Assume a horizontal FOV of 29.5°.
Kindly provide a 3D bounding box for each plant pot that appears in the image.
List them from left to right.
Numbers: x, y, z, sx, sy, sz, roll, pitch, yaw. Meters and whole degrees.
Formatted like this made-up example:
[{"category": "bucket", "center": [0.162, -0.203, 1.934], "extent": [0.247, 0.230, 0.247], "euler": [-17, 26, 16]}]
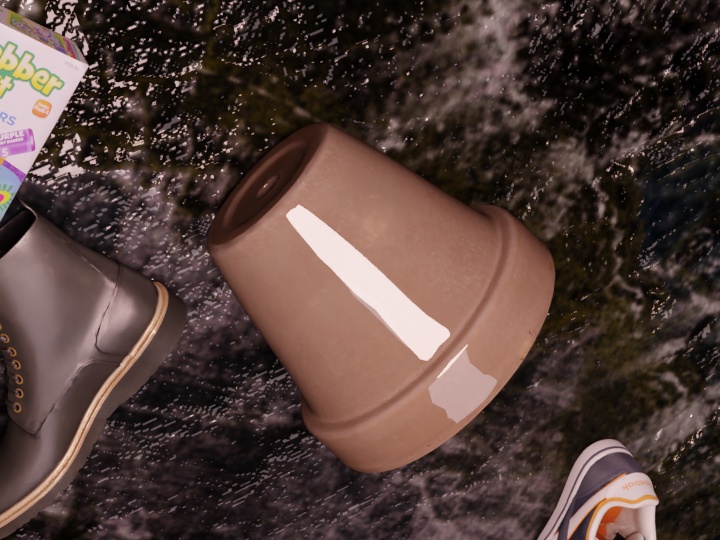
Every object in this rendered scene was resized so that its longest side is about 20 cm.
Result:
[{"category": "plant pot", "center": [0.000, 0.000, 0.890], "extent": [0.200, 0.200, 0.175], "euler": [-44, 111, 5]}]

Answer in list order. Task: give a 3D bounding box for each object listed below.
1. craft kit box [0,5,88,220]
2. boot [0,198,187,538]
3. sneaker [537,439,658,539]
[{"category": "craft kit box", "center": [-0.288, -0.081, 0.773], "extent": [0.199, 0.049, 0.198], "euler": [23, 105, -35]}, {"category": "boot", "center": [-0.225, 0.062, 0.881], "extent": [0.138, 0.077, 0.201], "euler": [39, 85, -34]}, {"category": "sneaker", "center": [0.202, 0.252, 1.201], "extent": [0.078, 0.080, 0.201], "euler": [-2, 122, -26]}]
